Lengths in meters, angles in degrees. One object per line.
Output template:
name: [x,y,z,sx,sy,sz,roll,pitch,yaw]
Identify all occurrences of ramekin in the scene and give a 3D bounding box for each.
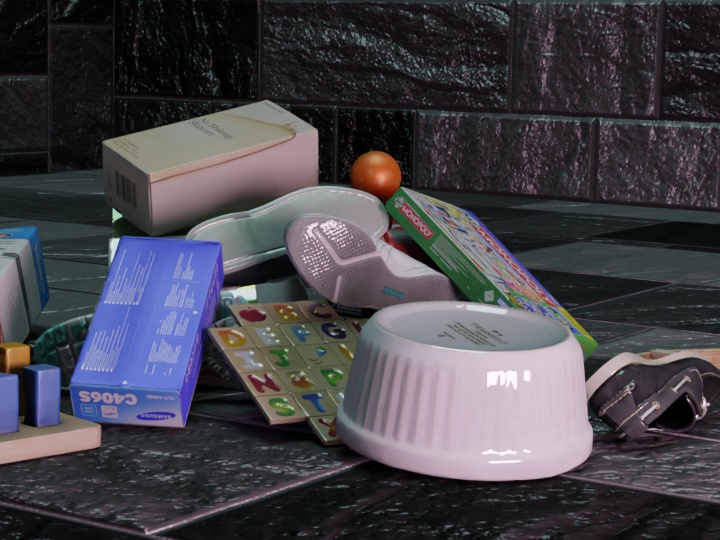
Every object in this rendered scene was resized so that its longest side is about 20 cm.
ramekin: [0.082,0.087,1.387,0.202,0.095,0.202,3,13,-1]

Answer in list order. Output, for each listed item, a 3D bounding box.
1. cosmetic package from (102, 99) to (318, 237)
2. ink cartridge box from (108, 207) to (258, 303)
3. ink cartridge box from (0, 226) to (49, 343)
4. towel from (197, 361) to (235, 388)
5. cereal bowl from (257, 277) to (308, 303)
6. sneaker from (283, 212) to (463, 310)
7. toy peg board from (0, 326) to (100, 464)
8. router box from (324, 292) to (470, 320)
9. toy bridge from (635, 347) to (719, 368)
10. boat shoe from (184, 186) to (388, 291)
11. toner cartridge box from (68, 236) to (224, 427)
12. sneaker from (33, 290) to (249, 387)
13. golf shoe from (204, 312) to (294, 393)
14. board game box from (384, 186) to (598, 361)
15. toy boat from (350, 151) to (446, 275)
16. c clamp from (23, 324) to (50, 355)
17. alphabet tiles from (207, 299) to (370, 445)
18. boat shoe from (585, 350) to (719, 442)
cosmetic package: [-0.152,-0.106,1.815,0.200,0.073,0.103,-19,34,-32]
ink cartridge box: [-0.178,-0.019,1.769,0.145,0.048,0.200,-2,49,-6]
ink cartridge box: [-0.394,0.028,1.720,0.145,0.085,0.200,-4,17,2]
towel: [-0.136,0.079,1.742,0.190,0.032,0.200,4,9,21]
cereal bowl: [-0.148,0.014,1.876,0.199,0.084,0.200,8,-6,1]
sneaker: [0.000,0.000,1.615,0.200,0.071,0.080,28,3,-36]
toy peg board: [-0.339,0.086,1.384,0.200,0.098,0.199,-6,10,-44]
router box: [0.075,0.058,1.749,0.199,0.062,0.150,9,8,15]
toy bridge: [0.307,0.092,1.726,0.200,0.027,0.067,-5,8,-41]
boat shoe: [-0.073,-0.028,1.674,0.199,0.076,0.060,-8,-23,-15]
toner cartridge box: [-0.180,0.049,1.531,0.095,0.043,0.200,3,39,7]
sneaker: [-0.199,0.061,1.634,0.199,0.078,0.091,-8,11,-12]
golf shoe: [-0.050,0.081,1.617,0.199,0.079,0.097,9,-1,-15]
board game box: [0.122,0.005,1.668,0.200,0.029,0.134,48,18,31]
toy boat: [0.010,-0.055,1.788,0.130,0.131,0.200,4,8,-27]
c clamp: [-0.364,0.071,1.811,0.171,0.027,0.200,1,4,-43]
alphabet tiles: [-0.030,0.082,1.504,0.166,0.006,0.200,-3,33,-30]
boat shoe: [0.256,0.111,1.496,0.068,0.072,0.200,47,24,26]
